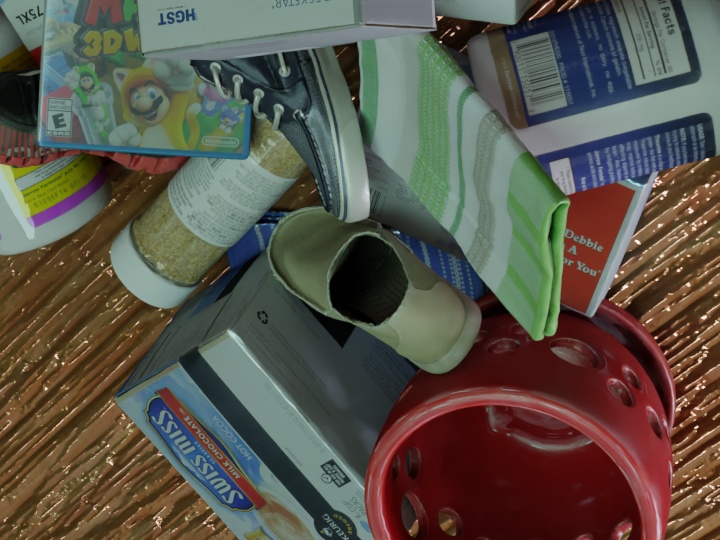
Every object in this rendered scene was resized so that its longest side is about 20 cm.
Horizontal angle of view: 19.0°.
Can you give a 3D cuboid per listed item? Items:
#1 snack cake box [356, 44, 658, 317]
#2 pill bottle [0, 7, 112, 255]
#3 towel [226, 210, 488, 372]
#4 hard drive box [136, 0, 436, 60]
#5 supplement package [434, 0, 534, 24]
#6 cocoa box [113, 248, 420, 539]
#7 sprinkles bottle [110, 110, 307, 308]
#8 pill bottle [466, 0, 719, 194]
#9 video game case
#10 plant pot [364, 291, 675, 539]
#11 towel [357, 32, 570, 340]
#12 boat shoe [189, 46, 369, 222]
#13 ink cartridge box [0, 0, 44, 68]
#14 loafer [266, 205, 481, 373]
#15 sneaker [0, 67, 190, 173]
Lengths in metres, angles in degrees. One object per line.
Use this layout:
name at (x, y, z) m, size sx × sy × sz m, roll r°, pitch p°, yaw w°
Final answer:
snack cake box at (0.092, -0.067, 1.443) m, size 0.199 × 0.067 × 0.115 m, roll 25°, pitch 125°, yaw 9°
pill bottle at (-0.265, -0.119, 1.551) m, size 0.104 × 0.104 × 0.201 m, roll -12°, pitch 113°, yaw 30°
towel at (-0.001, 0.027, 1.569) m, size 0.199 × 0.024 × 0.145 m, roll 4°, pitch 121°, yaw 22°
hard drive box at (-0.049, -0.223, 1.178) m, size 0.155 × 0.077 × 0.201 m, roll -2°, pitch 92°, yaw 35°
supplement package at (0.059, -0.268, 1.309) m, size 0.113 × 0.110 × 0.201 m, roll 8°, pitch 122°, yaw 19°
cocoa box at (-0.050, 0.103, 1.546) m, size 0.131 × 0.134 × 0.200 m, roll -30°, pitch 107°, yaw 36°
sprinkles bottle at (-0.096, -0.058, 1.518) m, size 0.068 × 0.068 × 0.200 m, roll 43°, pitch 120°, yaw -4°
pill bottle at (0.173, -0.116, 1.322) m, size 0.199 × 0.111 × 0.111 m, roll -14°, pitch 114°, yaw 5°
video game case at (-0.138, -0.178, 1.424) m, size 0.142 × 0.018 × 0.201 m, roll 3°, pitch 97°, yaw -10°
plant pot at (0.117, 0.116, 1.460) m, size 0.199 × 0.183 × 0.201 m, roll 7°, pitch 123°, yaw 11°
towel at (0.057, -0.064, 1.307) m, size 0.200 × 0.031 × 0.149 m, roll 53°, pitch 162°, yaw 30°
boat shoe at (-0.060, -0.120, 1.399) m, size 0.092 × 0.075 × 0.201 m, roll -15°, pitch 87°, yaw -10°
ink cartridge box at (-0.196, -0.217, 1.484) m, size 0.116 × 0.067 × 0.201 m, roll -21°, pitch 109°, yaw 33°
loafer at (0.000, 0.000, 1.422) m, size 0.200 × 0.076 × 0.068 m, roll 28°, pitch 173°, yaw 46°
sneaker at (-0.189, -0.115, 1.473) m, size 0.098 × 0.200 × 0.071 m, roll -41°, pitch 56°, yaw 49°
